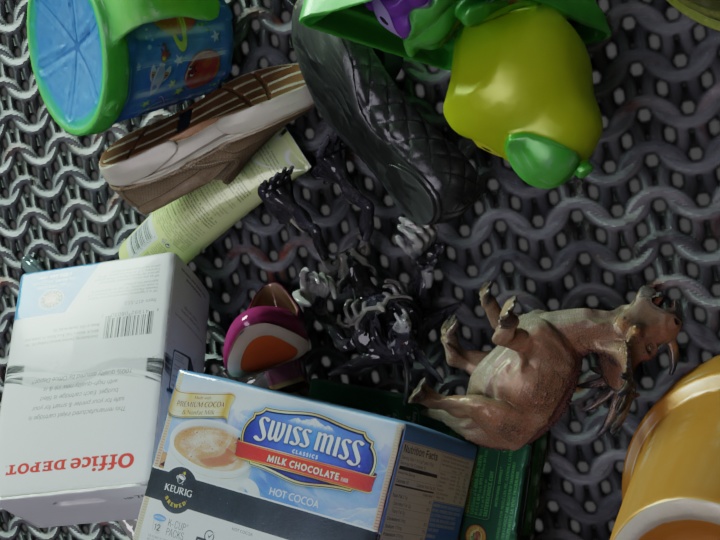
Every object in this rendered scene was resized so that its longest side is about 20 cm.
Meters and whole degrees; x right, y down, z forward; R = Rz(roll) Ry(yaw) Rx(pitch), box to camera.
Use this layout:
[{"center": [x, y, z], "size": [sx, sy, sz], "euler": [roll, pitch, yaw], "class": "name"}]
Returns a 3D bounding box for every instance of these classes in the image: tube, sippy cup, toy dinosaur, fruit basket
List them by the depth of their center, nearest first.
[{"center": [0.075, -0.145, 0.799], "size": [0.154, 0.215, 0.218], "euler": [-6, 99, 34], "class": "fruit basket"}, {"center": [0.122, 0.081, 0.879], "size": [0.135, 0.086, 0.200], "euler": [37, 122, -9], "class": "toy dinosaur"}, {"center": [-0.175, -0.182, 0.986], "size": [0.177, 0.130, 0.141], "euler": [34, 126, 41], "class": "sippy cup"}, {"center": [-0.125, -0.058, 1.052], "size": [0.058, 0.052, 0.200], "euler": [34, 123, -25], "class": "tube"}]

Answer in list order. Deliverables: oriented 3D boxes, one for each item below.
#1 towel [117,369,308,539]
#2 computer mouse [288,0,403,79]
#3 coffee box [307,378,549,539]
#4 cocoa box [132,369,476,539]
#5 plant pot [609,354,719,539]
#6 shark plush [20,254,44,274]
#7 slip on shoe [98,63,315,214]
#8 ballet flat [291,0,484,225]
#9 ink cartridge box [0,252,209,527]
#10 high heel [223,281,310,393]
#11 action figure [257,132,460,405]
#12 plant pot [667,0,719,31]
[{"center": [-0.100, 0.188, 1.046], "size": [0.192, 0.035, 0.201], "euler": [-35, 84, 1], "class": "towel"}, {"center": [-0.042, -0.204, 0.965], "size": [0.200, 0.034, 0.059], "euler": [38, 130, 21], "class": "computer mouse"}, {"center": [0.042, 0.158, 0.972], "size": [0.199, 0.044, 0.124], "euler": [5, 83, 29], "class": "coffee box"}, {"center": [-0.038, 0.161, 0.911], "size": [0.199, 0.133, 0.132], "euler": [10, 81, 30], "class": "cocoa box"}, {"center": [0.241, 0.169, 0.783], "size": [0.199, 0.183, 0.202], "euler": [10, 108, 31], "class": "plant pot"}, {"center": [-0.248, 0.047, 1.171], "size": [0.200, 0.091, 0.084], "euler": [40, 103, 42], "class": "shark plush"}, {"center": [-0.111, -0.101, 0.990], "size": [0.199, 0.076, 0.061], "euler": [-23, 119, 15], "class": "slip on shoe"}, {"center": [0.013, -0.118, 0.910], "size": [0.201, 0.057, 0.066], "euler": [56, 143, 9], "class": "ballet flat"}, {"center": [-0.210, 0.098, 1.026], "size": [0.145, 0.086, 0.202], "euler": [-8, 62, 16], "class": "ink cartridge box"}, {"center": [-0.078, 0.033, 0.961], "size": [0.067, 0.200, 0.097], "euler": [-16, 74, -4], "class": "high heel"}, {"center": [0.000, 0.000, 0.941], "size": [0.118, 0.102, 0.201], "euler": [-29, 76, -9], "class": "action figure"}, {"center": [0.208, -0.226, 0.700], "size": [0.199, 0.184, 0.202], "euler": [9, 108, 30], "class": "plant pot"}]
